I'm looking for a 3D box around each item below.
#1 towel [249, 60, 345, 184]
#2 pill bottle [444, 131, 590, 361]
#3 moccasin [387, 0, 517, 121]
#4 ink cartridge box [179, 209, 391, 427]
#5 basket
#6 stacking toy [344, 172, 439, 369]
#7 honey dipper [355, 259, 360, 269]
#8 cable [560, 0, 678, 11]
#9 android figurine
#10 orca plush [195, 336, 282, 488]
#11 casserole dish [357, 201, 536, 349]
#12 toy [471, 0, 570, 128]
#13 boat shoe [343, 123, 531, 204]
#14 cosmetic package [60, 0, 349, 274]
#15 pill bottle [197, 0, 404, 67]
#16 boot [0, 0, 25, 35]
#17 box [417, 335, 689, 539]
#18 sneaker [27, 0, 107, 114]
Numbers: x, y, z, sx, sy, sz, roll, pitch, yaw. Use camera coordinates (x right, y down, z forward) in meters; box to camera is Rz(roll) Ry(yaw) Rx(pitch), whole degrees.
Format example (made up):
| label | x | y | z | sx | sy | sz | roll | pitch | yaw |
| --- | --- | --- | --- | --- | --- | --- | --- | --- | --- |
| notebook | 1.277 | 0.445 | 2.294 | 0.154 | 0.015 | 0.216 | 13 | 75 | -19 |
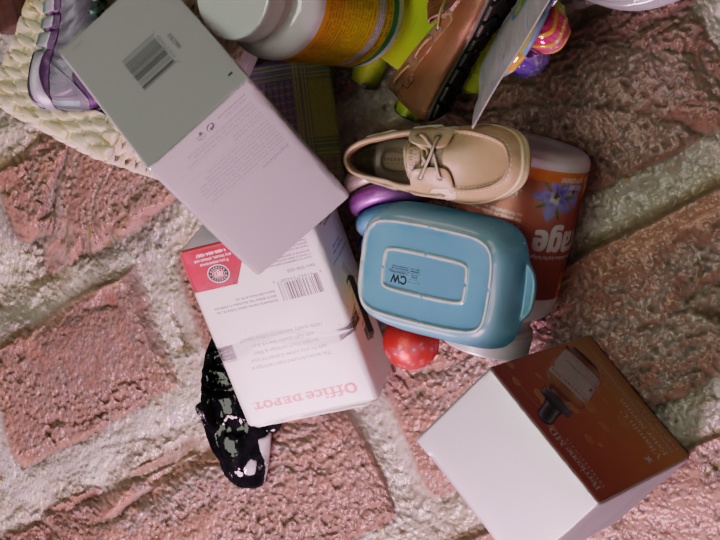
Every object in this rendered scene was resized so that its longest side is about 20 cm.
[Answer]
| label | x | y | z | sx | sy | sz | roll | pitch | yaw |
| --- | --- | --- | --- | --- | --- | --- | --- | --- | --- |
| towel | -0.104 | -0.147 | 1.758 | 0.200 | 0.023 | 0.144 | -6 | 92 | 33 |
| pill bottle | 0.138 | -0.023 | 1.562 | 0.112 | 0.112 | 0.200 | 21 | 107 | 29 |
| moccasin | 0.089 | -0.235 | 1.548 | 0.078 | 0.074 | 0.201 | 40 | 126 | 13 |
| ink cartridge box | -0.071 | 0.040 | 1.668 | 0.144 | 0.084 | 0.200 | -13 | 110 | 19 |
| basket | -0.239 | -0.209 | 1.732 | 0.200 | 0.161 | 0.198 | 28 | 100 | 31 |
| stacking toy | 0.039 | -0.002 | 1.624 | 0.085 | 0.085 | 0.200 | -17 | 75 | 33 |
| honey dipper | 0.000 | 0.000 | 1.702 | 0.200 | 0.038 | 0.038 | 26 | 109 | 31 |
| cable | 0.241 | -0.330 | 1.481 | 0.200 | 0.069 | 0.200 | 4 | 98 | 33 |
| android figurine | 0.065 | -0.250 | 1.625 | 0.182 | 0.041 | 0.200 | 40 | 117 | 23 |
| orca plush | -0.140 | 0.136 | 1.786 | 0.105 | 0.071 | 0.200 | 12 | 102 | 31 |
| casserole dish | 0.068 | 0.004 | 1.525 | 0.200 | 0.039 | 0.121 | 13 | 100 | 40 |
| toy | 0.161 | -0.220 | 1.462 | 0.047 | 0.115 | 0.200 | 22 | 125 | -6 |
| boat shoe | 0.067 | -0.095 | 1.507 | 0.200 | 0.064 | 0.071 | 0 | 89 | 49 |
| cosmetic package | -0.143 | -0.134 | 1.554 | 0.123 | 0.200 | 0.199 | -42 | 50 | 2 |
| pill bottle | -0.056 | -0.248 | 1.558 | 0.113 | 0.200 | 0.113 | 2 | 94 | 35 |
| boot | -0.430 | -0.345 | 1.927 | 0.186 | 0.064 | 0.200 | -20 | 90 | 35 |
| box | 0.175 | 0.160 | 1.507 | 0.106 | 0.200 | 0.152 | -47 | 72 | 28 |
| sneaker | -0.260 | -0.249 | 1.627 | 0.087 | 0.074 | 0.200 | 10 | 96 | 13 |
